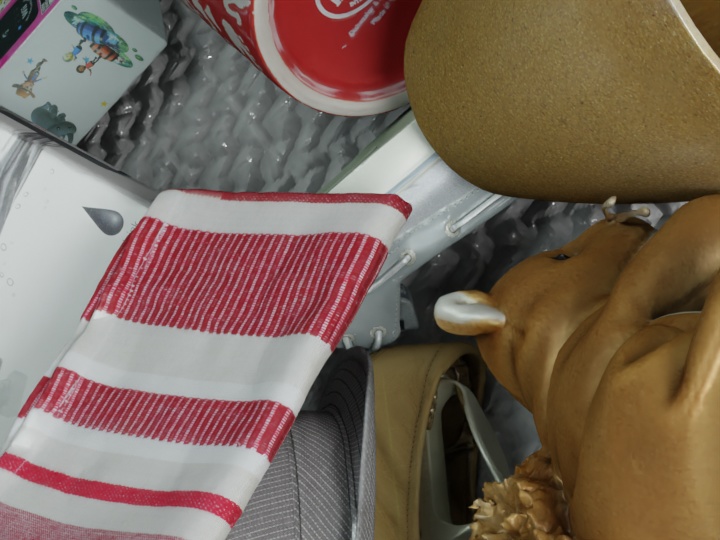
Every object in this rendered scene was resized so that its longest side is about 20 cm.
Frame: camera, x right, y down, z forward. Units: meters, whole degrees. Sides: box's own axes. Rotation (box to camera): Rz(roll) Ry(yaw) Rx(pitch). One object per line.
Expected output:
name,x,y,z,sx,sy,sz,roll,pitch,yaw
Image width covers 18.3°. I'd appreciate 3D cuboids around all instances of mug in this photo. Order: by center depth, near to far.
mug,-0.028,-0.174,0.992,0.200,0.133,0.179,-129,44,-56

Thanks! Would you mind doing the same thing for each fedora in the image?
fedora,-0.052,0.127,0.890,0.177,0.090,0.202,149,125,-76

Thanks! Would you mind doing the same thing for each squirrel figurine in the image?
squirrel figurine,0.090,0.066,0.793,0.201,0.141,0.186,-61,35,1

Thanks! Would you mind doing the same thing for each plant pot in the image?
plant pot,0.109,-0.100,0.839,0.200,0.185,0.188,-26,52,54

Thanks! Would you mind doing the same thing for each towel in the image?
towel,-0.077,0.047,0.873,0.143,0.023,0.201,4,54,44

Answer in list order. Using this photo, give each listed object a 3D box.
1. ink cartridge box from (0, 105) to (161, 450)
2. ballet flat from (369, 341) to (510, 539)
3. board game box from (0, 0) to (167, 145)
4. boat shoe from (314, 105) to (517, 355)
ink cartridge box,-0.162,0.009,1.044,0.199,0.085,0.146,28,93,11
ballet flat,0.032,0.115,0.883,0.063,0.069,0.201,-19,59,21
board game box,-0.196,-0.107,1.213,0.200,0.064,0.148,-46,32,21
boat shoe,0.000,0.000,0.948,0.201,0.072,0.070,-42,7,8
